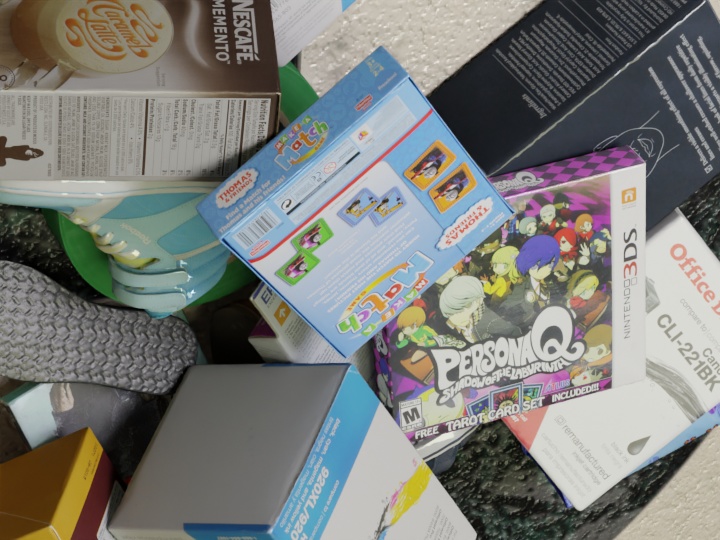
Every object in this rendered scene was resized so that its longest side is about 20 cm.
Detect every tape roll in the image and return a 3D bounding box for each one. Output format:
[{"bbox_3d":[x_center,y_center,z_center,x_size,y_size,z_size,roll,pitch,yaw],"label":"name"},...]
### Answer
[{"bbox_3d":[-0.117,-0.070,1.657,0.200,0.048,0.201,-16,129,-21],"label":"tape roll"}]

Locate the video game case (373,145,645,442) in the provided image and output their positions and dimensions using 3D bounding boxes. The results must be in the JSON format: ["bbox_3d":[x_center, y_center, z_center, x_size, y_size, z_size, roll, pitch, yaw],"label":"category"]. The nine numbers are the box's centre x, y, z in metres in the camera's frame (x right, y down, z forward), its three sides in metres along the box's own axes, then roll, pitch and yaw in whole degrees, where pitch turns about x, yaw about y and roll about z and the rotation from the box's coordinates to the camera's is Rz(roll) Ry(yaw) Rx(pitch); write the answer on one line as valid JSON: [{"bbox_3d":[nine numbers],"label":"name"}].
[{"bbox_3d":[0.104,0.018,1.708,0.199,0.036,0.182,-13,122,-16],"label":"video game case"}]

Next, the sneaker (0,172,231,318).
[{"bbox_3d":[-0.159,-0.025,1.579,0.199,0.080,0.131,-1,122,-29],"label":"sneaker"}]

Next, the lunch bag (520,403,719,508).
[{"bbox_3d":[0.181,0.059,1.917,0.150,0.094,0.200,-28,124,-7],"label":"lunch bag"}]

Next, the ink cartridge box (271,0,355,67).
[{"bbox_3d":[-0.075,-0.235,1.545,0.115,0.068,0.200,-42,134,4],"label":"ink cartridge box"}]

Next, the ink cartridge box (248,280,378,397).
[{"bbox_3d":[0.000,0.000,1.726,0.197,0.043,0.200,-58,137,-24],"label":"ink cartridge box"}]

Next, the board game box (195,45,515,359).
[{"bbox_3d":[0.001,-0.038,1.548,0.151,0.037,0.200,-41,146,2],"label":"board game box"}]

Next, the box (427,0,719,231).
[{"bbox_3d":[0.171,-0.111,1.761,0.200,0.107,0.149,-39,134,-1],"label":"box"}]

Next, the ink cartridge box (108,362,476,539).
[{"bbox_3d":[-0.041,0.180,1.688,0.200,0.147,0.145,54,47,-36],"label":"ink cartridge box"}]

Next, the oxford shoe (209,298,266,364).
[{"bbox_3d":[-0.047,0.085,1.775,0.071,0.071,0.200,-55,134,-31],"label":"oxford shoe"}]

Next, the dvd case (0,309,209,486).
[{"bbox_3d":[-0.150,0.138,1.748,0.146,0.022,0.200,-31,113,-19],"label":"dvd case"}]

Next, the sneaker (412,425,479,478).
[{"bbox_3d":[0.011,0.153,1.882,0.200,0.079,0.080,-26,129,3],"label":"sneaker"}]

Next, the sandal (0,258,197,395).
[{"bbox_3d":[-0.205,0.045,1.676,0.200,0.048,0.076,19,82,-34],"label":"sandal"}]

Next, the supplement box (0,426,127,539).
[{"bbox_3d":[-0.230,0.253,1.682,0.197,0.133,0.200,-24,111,16],"label":"supplement box"}]

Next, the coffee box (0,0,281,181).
[{"bbox_3d":[-0.153,-0.119,1.505,0.199,0.115,0.080,0,137,-8],"label":"coffee box"}]

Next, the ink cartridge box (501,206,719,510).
[{"bbox_3d":[0.192,0.056,1.834,0.200,0.084,0.144,-39,112,4],"label":"ink cartridge box"}]
